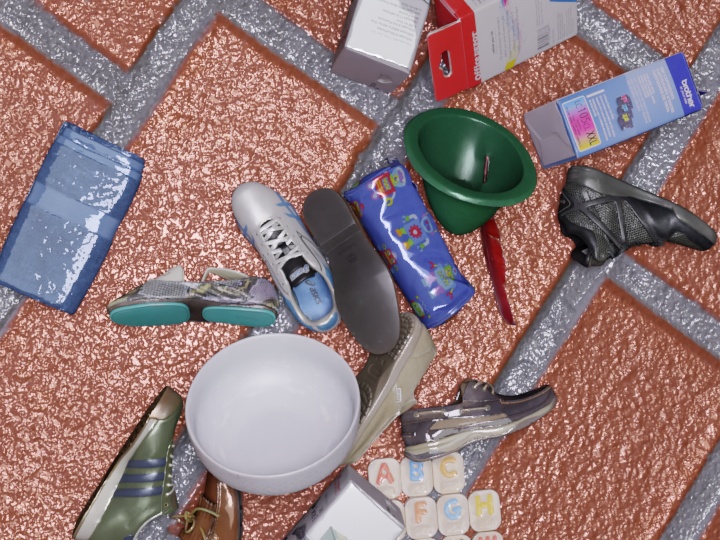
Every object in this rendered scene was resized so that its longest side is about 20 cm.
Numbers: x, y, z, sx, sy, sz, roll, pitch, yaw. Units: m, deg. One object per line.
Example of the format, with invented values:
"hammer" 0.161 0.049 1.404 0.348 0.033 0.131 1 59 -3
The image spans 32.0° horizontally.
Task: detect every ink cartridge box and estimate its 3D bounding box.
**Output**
"ink cartridge box" 0.155 -0.296 1.477 0.198 0.117 0.068 -27 53 -9
"ink cartridge box" 0.037 -0.323 1.450 0.083 0.145 0.203 17 86 -7
"ink cartridge box" 0.312 -0.195 1.494 0.198 0.136 0.077 -23 94 -9
"ink cartridge box" -0.047 0.325 1.408 0.084 0.146 0.200 41 87 -1

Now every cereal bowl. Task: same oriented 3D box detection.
"cereal bowl" -0.097 0.172 1.417 0.197 0.084 0.202 0 47 0

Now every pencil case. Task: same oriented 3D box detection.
"pencil case" 0.061 -0.033 1.480 0.086 0.078 0.202 -32 93 -26

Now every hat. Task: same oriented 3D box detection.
"hat" 0.113 -0.066 1.515 0.163 0.177 0.201 1 45 -20

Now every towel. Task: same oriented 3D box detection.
"towel" -0.332 -0.059 1.432 0.111 0.049 0.202 26 84 -7

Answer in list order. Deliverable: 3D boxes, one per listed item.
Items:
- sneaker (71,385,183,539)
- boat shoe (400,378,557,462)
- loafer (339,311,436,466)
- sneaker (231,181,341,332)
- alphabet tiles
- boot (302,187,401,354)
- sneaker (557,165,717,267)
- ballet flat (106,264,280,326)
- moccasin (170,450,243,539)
"sneaker" -0.240 0.238 1.432 0.089 0.067 0.202 33 86 -11
"boat shoe" 0.139 0.165 1.487 0.198 0.074 0.074 -18 87 -14
"loafer" 0.027 0.148 1.463 0.068 0.076 0.201 29 97 -32
"sneaker" -0.082 -0.019 1.459 0.071 0.072 0.201 -33 92 -7
"alphabet tiles" 0.074 0.320 1.502 0.197 0.015 0.199 -4 89 -9
"boot" 0.000 0.000 1.455 0.073 0.075 0.202 -24 81 11
"sneaker" 0.329 -0.042 1.525 0.197 0.076 0.116 20 87 -5
"ballet flat" -0.192 0.029 1.451 0.197 0.072 0.073 1 88 -9
"moccasin" -0.178 0.306 1.437 0.077 0.074 0.204 5 96 -17
